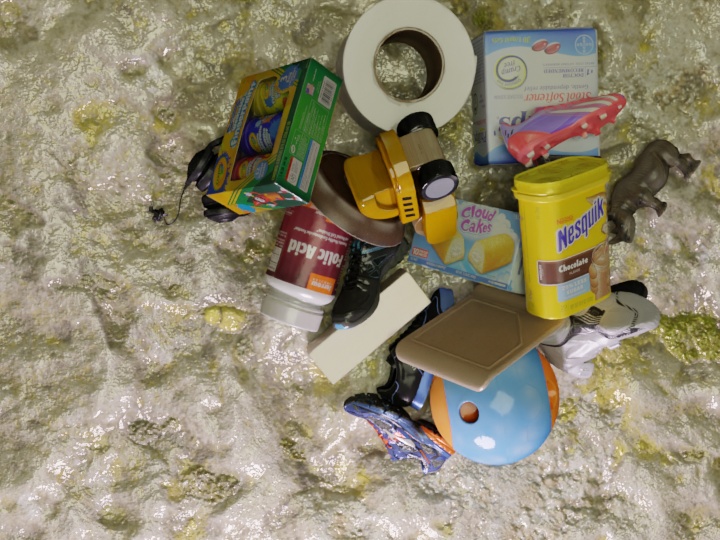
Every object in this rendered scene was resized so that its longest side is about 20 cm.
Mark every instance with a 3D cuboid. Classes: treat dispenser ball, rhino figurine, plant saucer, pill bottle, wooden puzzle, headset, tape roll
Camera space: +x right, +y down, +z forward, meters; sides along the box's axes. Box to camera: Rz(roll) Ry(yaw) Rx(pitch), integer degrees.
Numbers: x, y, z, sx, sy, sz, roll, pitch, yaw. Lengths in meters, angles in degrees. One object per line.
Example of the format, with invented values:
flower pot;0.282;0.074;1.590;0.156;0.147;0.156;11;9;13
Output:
treat dispenser ball;0.205;0.196;1.621;0.198;0.201;0.204;0;94;-6
rhino figurine;0.454;-0.122;1.695;0.087;0.060;0.201;38;90;12
plant saucer;-0.008;-0.117;1.580;0.199;0.201;0.032;36;117;-8
pill bottle;-0.080;-0.017;1.618;0.113;0.114;0.203;17;92;-7
wooden puzzle;0.178;0.099;1.560;0.199;0.184;0.038;-35;123;-30
headset;-0.230;-0.127;1.628;0.199;0.094;0.125;-30;96;-19
tape roll;0.064;-0.303;1.601;0.199;0.139;0.206;0;94;-7

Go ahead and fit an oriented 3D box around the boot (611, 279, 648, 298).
boot;0.330;0.019;1.638;0.164;0.066;0.200;-36;119;19

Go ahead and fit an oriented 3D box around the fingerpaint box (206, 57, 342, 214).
fingerpaint box;-0.127;-0.194;1.542;0.073;0.166;0.203;29;69;-39

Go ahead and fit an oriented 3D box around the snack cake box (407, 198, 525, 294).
snack cake box;0.176;-0.044;1.607;0.067;0.199;0.117;9;96;-48

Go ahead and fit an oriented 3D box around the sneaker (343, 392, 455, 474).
sneaker;0.057;0.262;1.676;0.198;0.075;0.079;30;94;-6

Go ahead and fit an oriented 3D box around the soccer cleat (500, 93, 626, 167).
soccer cleat;0.303;-0.226;1.571;0.198;0.067;0.077;-28;70;-9

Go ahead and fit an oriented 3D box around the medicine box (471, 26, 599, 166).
medicine box;0.271;-0.268;1.645;0.179;0.103;0.203;-3;94;-6

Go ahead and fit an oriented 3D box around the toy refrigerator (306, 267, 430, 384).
toy refrigerator;0.013;0.088;1.656;0.199;0.076;0.070;-40;97;-3

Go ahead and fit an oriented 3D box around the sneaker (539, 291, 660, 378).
sneaker;0.363;0.100;1.616;0.197;0.076;0.115;-9;137;20

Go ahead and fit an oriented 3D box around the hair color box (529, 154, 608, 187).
hair color box;0.305;-0.078;1.634;0.109;0.064;0.202;1;126;-6

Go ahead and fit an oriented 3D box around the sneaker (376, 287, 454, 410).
sneaker;0.087;0.117;1.669;0.077;0.070;0.203;18;89;-9

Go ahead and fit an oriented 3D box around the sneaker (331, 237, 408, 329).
sneaker;0.000;0.000;1.612;0.082;0.072;0.201;55;50;-36

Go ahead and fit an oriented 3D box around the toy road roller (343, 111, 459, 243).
toy road roller;0.058;-0.122;1.529;0.144;0.201;0.124;-18;61;-2

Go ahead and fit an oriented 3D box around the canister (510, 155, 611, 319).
canister;0.293;-0.047;1.512;0.147;0.086;0.203;-21;113;-34
